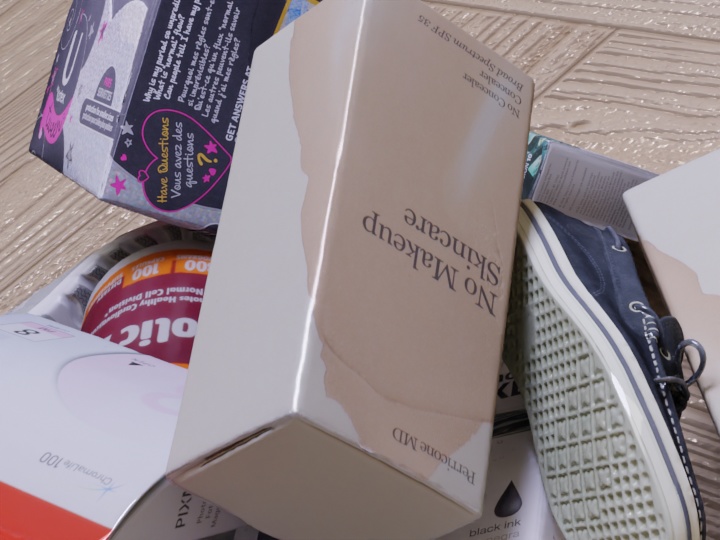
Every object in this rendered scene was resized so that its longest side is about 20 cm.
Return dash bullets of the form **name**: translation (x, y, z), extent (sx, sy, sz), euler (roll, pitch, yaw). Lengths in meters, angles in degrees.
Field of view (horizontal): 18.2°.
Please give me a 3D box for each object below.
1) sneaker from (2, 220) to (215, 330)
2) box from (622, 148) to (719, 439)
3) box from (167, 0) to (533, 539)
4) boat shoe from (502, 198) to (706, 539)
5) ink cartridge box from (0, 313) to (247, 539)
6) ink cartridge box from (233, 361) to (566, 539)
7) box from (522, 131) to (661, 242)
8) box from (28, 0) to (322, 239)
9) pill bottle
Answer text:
- **sneaker**: translation (-0.156, 0.026, 1.240), extent (0.199, 0.075, 0.082), euler (-30, 21, -13)
- **box**: translation (0.173, 0.033, 0.917), extent (0.077, 0.095, 0.200), euler (-23, 27, 7)
- **box**: translation (0.000, 0.000, 0.852), extent (0.078, 0.095, 0.201), euler (-29, 42, 43)
- **boat shoe**: translation (0.097, 0.043, 0.855), extent (0.062, 0.075, 0.201), euler (6, 34, -20)
- **ink cartridge box**: translation (-0.137, 0.065, 0.861), extent (0.162, 0.058, 0.199), euler (18, 10, 31)
- **ink cartridge box**: translation (0.027, 0.116, 0.915), extent (0.144, 0.085, 0.201), euler (-17, 29, 20)
- **box**: translation (0.085, -0.050, 1.092), extent (0.200, 0.144, 0.037), euler (24, 96, 56)
- **box**: translation (-0.088, -0.093, 1.152), extent (0.200, 0.114, 0.133), euler (-151, 78, -71)
- **pill bottle**: translation (-0.084, 0.082, 1.038), extent (0.113, 0.115, 0.200), euler (-21, 28, 13)
